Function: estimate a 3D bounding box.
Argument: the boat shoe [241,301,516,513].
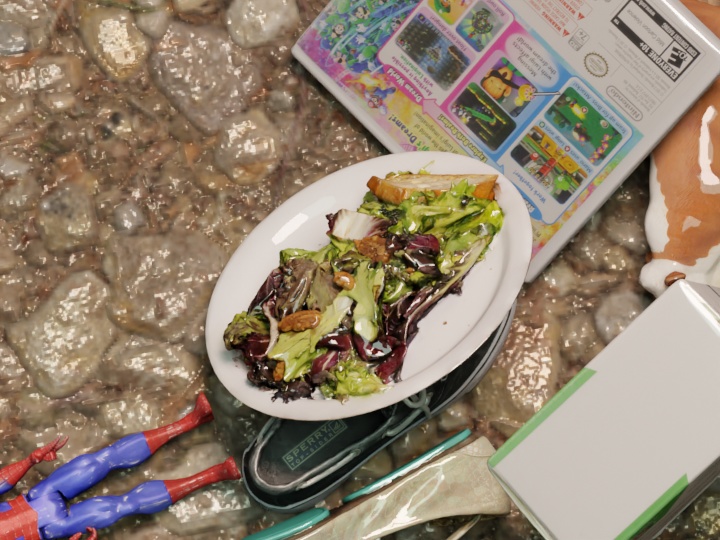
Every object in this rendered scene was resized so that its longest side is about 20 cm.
[{"bbox_3d":[0.012,0.059,1.690,0.199,0.068,0.074,-36,81,-10],"label":"boat shoe"}]

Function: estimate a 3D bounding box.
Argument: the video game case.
[{"bbox_3d":[0.085,-0.126,1.715,0.200,0.024,0.182,45,111,8],"label":"video game case"}]

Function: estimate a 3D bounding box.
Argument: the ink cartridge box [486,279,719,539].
[{"bbox_3d":[0.160,0.084,1.609,0.146,0.200,0.084,-44,80,8],"label":"ink cartridge box"}]

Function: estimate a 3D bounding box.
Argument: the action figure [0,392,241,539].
[{"bbox_3d":[-0.170,0.132,1.677,0.199,0.052,0.066,-24,82,-5],"label":"action figure"}]

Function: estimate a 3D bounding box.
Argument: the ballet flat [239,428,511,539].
[{"bbox_3d":[-0.005,0.155,1.670,0.199,0.067,0.063,-25,89,-8],"label":"ballet flat"}]

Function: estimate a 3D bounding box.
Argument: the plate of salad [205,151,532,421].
[{"bbox_3d":[0.000,0.000,1.665,0.199,0.048,0.201,-15,43,15],"label":"plate of salad"}]

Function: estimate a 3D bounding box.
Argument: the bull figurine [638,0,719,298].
[{"bbox_3d":[0.213,-0.070,1.732,0.121,0.065,0.201,-6,78,-7],"label":"bull figurine"}]
